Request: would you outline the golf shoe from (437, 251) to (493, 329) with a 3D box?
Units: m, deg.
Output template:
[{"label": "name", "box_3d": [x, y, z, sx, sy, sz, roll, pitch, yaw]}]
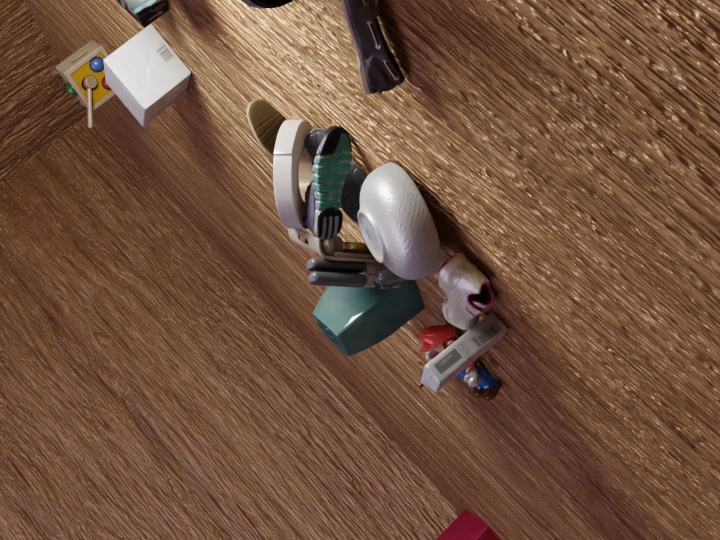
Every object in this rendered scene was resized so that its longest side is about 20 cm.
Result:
[{"label": "golf shoe", "box_3d": [0.188, 0.055, 1.423, 0.091, 0.075, 0.201, 36, 163, 32]}]

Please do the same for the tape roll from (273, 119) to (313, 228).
[{"label": "tape roll", "box_3d": [-0.116, -0.178, 1.536, 0.037, 0.205, 0.203, 1, 150, 12]}]

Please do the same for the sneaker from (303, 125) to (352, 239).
[{"label": "sneaker", "box_3d": [-0.072, -0.160, 1.471, 0.087, 0.074, 0.202, 27, 112, 51]}]

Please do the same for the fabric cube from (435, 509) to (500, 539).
[{"label": "fabric cube", "box_3d": [0.423, 1.070, 3.141, 0.197, 0.199, 0.200, 52, 166, -15]}]

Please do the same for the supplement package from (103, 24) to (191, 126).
[{"label": "supplement package", "box_3d": [-0.535, -0.484, 2.076, 0.152, 0.150, 0.200, 50, 166, -8]}]

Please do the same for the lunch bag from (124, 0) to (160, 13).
[{"label": "lunch bag", "box_3d": [-0.411, -0.574, 1.515, 0.171, 0.122, 0.200, 56, 171, -23]}]

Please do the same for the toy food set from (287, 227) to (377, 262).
[{"label": "toy food set", "box_3d": [-0.026, -0.061, 1.589, 0.143, 0.198, 0.061, 25, 108, 58]}]

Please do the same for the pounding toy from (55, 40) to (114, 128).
[{"label": "pounding toy", "box_3d": [-0.890, -0.615, 2.734, 0.142, 0.200, 0.185, 33, 160, 47]}]

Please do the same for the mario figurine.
[{"label": "mario figurine", "box_3d": [0.191, 0.200, 1.716, 0.200, 0.106, 0.123, 43, 133, -8]}]

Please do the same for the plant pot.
[{"label": "plant pot", "box_3d": [0.007, 0.073, 1.763, 0.141, 0.200, 0.142, 38, 164, 36]}]

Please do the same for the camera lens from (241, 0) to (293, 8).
[{"label": "camera lens", "box_3d": [-0.138, -0.421, 0.975, 0.200, 0.160, 0.160, 43, 165, 22]}]

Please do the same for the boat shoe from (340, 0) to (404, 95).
[{"label": "boat shoe", "box_3d": [0.012, -0.313, 1.048, 0.201, 0.056, 0.067, 71, -170, -49]}]

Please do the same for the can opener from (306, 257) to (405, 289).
[{"label": "can opener", "box_3d": [0.000, 0.000, 1.540, 0.067, 0.198, 0.054, -34, 58, 53]}]

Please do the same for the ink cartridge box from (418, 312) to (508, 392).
[{"label": "ink cartridge box", "box_3d": [0.186, 0.167, 1.537, 0.057, 0.162, 0.200, 48, 167, 20]}]

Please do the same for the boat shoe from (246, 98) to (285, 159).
[{"label": "boat shoe", "box_3d": [-0.175, -0.268, 1.705, 0.200, 0.072, 0.065, 51, 166, -33]}]

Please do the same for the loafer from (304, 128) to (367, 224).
[{"label": "loafer", "box_3d": [-0.030, -0.174, 1.530, 0.201, 0.072, 0.063, 56, -175, -2]}]

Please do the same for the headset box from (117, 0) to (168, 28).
[{"label": "headset box", "box_3d": [-0.487, -0.624, 1.705, 0.149, 0.077, 0.200, 45, 165, 14]}]

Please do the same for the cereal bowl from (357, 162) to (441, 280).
[{"label": "cereal bowl", "box_3d": [0.053, -0.071, 1.379, 0.201, 0.083, 0.201, 59, 166, 24]}]
